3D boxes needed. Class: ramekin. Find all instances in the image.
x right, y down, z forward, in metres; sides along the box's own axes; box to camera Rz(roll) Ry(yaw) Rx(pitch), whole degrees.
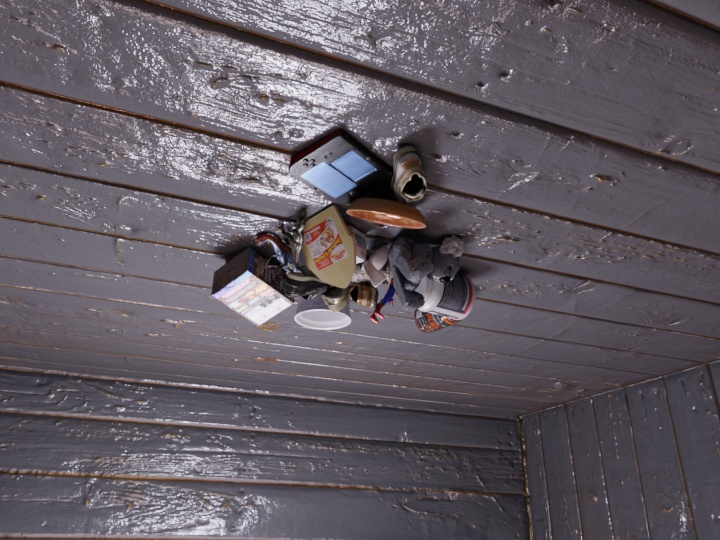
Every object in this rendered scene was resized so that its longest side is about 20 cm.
[{"bbox_3d":[-0.127,0.126,1.904,0.195,0.100,0.201,2,156,1],"label":"ramekin"}]

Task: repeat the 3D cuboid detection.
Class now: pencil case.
[{"bbox_3d":[0.000,0.000,1.642,0.195,0.080,0.090,4,-164,-4],"label":"pencil case"}]

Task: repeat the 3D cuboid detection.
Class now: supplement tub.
[{"bbox_3d":[0.245,0.067,1.708,0.197,0.143,0.140,16,152,-29],"label":"supplement tub"},{"bbox_3d":[0.284,0.144,1.915,0.105,0.109,0.199,17,150,-31],"label":"supplement tub"}]

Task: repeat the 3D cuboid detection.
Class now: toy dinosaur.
[{"bbox_3d":[-0.227,-0.047,1.600,0.103,0.200,0.184,11,132,33],"label":"toy dinosaur"},{"bbox_3d":[-0.180,-0.081,1.474,0.087,0.047,0.203,34,137,28],"label":"toy dinosaur"}]

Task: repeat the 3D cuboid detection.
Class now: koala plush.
[{"bbox_3d":[0.192,-0.018,1.539,0.196,0.186,0.180,-10,138,-15],"label":"koala plush"}]

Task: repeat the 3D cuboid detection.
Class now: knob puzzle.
[{"bbox_3d":[-0.076,-0.051,1.452,0.218,0.223,0.030,-23,-178,42],"label":"knob puzzle"}]

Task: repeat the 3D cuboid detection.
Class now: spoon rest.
[{"bbox_3d":[0.038,-0.020,1.517,0.099,0.201,0.061,-42,103,13],"label":"spoon rest"}]

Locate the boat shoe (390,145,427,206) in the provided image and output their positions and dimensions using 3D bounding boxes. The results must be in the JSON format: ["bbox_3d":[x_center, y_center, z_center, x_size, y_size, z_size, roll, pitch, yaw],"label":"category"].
[{"bbox_3d":[0.109,-0.189,1.235,0.073,0.070,0.201,-20,155,2],"label":"boat shoe"}]

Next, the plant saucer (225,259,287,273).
[{"bbox_3d":[-0.348,0.039,1.787,0.196,0.049,0.200,9,153,-16],"label":"plant saucer"}]

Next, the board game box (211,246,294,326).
[{"bbox_3d":[-0.321,0.052,1.666,0.158,0.098,0.199,-30,132,23],"label":"board game box"}]

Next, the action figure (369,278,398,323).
[{"bbox_3d":[0.093,0.070,1.672,0.051,0.202,0.066,29,147,-2],"label":"action figure"}]

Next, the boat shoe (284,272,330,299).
[{"bbox_3d":[-0.151,0.048,1.581,0.071,0.069,0.199,12,-178,27],"label":"boat shoe"}]

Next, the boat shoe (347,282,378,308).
[{"bbox_3d":[-0.004,0.062,1.690,0.072,0.078,0.200,5,-173,-16],"label":"boat shoe"}]

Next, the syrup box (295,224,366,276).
[{"bbox_3d":[-0.084,-0.053,1.536,0.197,0.083,0.078,-17,153,32],"label":"syrup box"}]

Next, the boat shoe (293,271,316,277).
[{"bbox_3d":[-0.112,0.023,1.714,0.195,0.074,0.063,-2,156,-8],"label":"boat shoe"}]

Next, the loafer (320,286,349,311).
[{"bbox_3d":[-0.068,0.085,1.655,0.075,0.069,0.200,-33,-175,-10],"label":"loafer"}]

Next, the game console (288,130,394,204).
[{"bbox_3d":[-0.044,-0.222,1.235,0.175,0.032,0.198,-18,149,36],"label":"game console"}]

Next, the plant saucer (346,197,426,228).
[{"bbox_3d":[0.064,-0.139,1.327,0.195,0.038,0.200,10,178,0],"label":"plant saucer"}]
